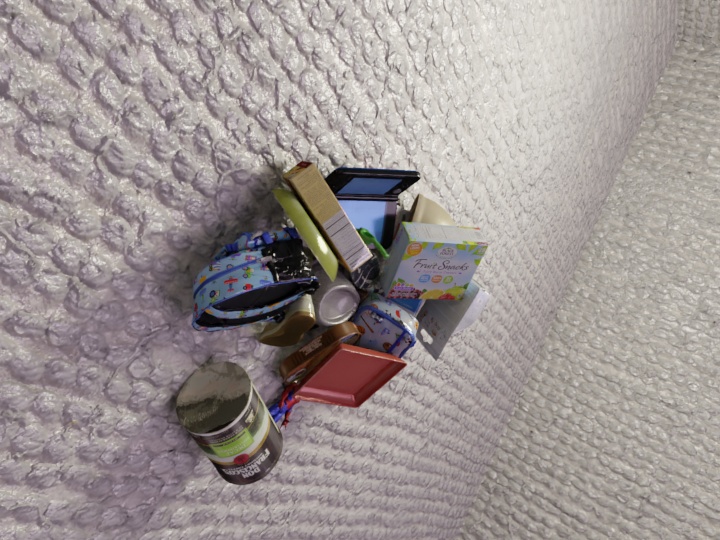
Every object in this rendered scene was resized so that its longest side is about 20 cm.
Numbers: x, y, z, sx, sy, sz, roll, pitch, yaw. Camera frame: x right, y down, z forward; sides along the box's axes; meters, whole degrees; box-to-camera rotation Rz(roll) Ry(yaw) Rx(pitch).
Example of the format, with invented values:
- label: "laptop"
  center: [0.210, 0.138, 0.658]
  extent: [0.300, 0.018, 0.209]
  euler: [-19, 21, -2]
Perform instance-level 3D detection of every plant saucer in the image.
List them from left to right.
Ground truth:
- label: "plant saucer"
  center: [-0.094, -0.070, 1.158]
  extent: [0.031, 0.201, 0.201]
  euler: [-33, 143, -2]
- label: "plant saucer"
  center: [-0.027, 0.232, 1.420]
  extent: [0.197, 0.037, 0.200]
  euler: [17, 130, -37]

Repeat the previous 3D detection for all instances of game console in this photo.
- label: "game console"
  center: [0.011, -0.122, 1.291]
  extent: [0.196, 0.170, 0.122]
  euler: [-3, 78, -28]

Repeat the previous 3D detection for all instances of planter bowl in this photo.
- label: "planter bowl"
  center: [0.165, -0.065, 1.533]
  extent: [0.200, 0.132, 0.205]
  euler: [-159, -90, -88]

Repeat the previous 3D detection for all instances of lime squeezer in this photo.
- label: "lime squeezer"
  center: [-0.001, -0.053, 1.272]
  extent: [0.037, 0.198, 0.072]
  euler: [35, 68, -27]

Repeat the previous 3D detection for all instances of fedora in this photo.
- label: "fedora"
  center: [-0.065, 0.060, 1.383]
  extent: [0.199, 0.089, 0.181]
  euler: [14, 98, -59]

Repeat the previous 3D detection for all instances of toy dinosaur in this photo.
- label: "toy dinosaur"
  center: [0.029, 0.083, 1.572]
  extent: [0.199, 0.059, 0.108]
  euler: [22, 89, -59]

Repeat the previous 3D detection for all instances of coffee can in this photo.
- label: "coffee can"
  center: [-0.243, 0.291, 1.205]
  extent: [0.147, 0.144, 0.202]
  euler: [-48, 143, -27]

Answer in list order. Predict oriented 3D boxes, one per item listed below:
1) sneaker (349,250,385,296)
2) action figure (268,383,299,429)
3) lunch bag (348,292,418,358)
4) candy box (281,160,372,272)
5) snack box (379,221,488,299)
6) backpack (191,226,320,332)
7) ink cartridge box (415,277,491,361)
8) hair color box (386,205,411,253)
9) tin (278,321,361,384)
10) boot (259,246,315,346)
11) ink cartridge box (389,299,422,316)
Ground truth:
- label: "sneaker"
  center: [0.000, 0.000, 1.453]
  extent: [0.078, 0.086, 0.201]
  euler: [-47, 147, -9]
- label: "action figure"
  center: [-0.179, 0.310, 1.412]
  extent: [0.199, 0.051, 0.067]
  euler: [-41, 135, -40]
- label: "lunch bag"
  center: [0.039, 0.157, 1.466]
  extent: [0.201, 0.159, 0.076]
  euler: [-53, -175, 37]
- label: "candy box"
  center: [-0.063, -0.102, 1.174]
  extent: [0.055, 0.115, 0.202]
  euler: [-35, 109, -5]
- label: "snack box"
  center: [0.160, -0.017, 1.411]
  extent: [0.195, 0.068, 0.171]
  euler: [2, 131, -23]
- label: "backpack"
  center: [-0.196, 0.021, 1.072]
  extent: [0.197, 0.137, 0.182]
  euler: [-13, 165, -38]
- label: "ink cartridge box"
  center: [0.213, 0.101, 1.537]
  extent: [0.047, 0.160, 0.203]
  euler: [23, 103, -28]
- label: "hair color box"
  center: [0.032, -0.110, 1.452]
  extent: [0.199, 0.063, 0.113]
  euler: [16, 95, -57]
- label: "tin"
  center: [-0.089, 0.179, 1.388]
  extent: [0.198, 0.042, 0.112]
  euler: [-33, 155, 1]
- label: "boot"
  center: [-0.144, 0.056, 1.261]
  extent: [0.071, 0.200, 0.158]
  euler: [10, 62, -26]
- label: "ink cartridge box"
  center: [0.087, 0.126, 1.601]
  extent: [0.145, 0.083, 0.204]
  euler: [-36, 150, -80]
